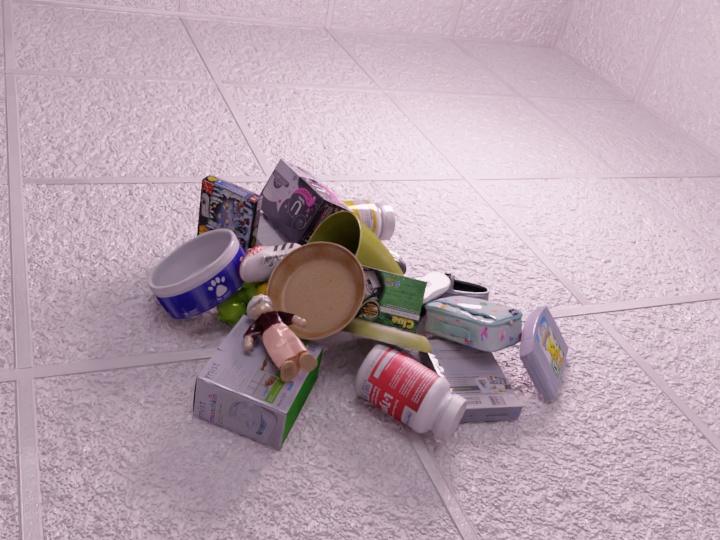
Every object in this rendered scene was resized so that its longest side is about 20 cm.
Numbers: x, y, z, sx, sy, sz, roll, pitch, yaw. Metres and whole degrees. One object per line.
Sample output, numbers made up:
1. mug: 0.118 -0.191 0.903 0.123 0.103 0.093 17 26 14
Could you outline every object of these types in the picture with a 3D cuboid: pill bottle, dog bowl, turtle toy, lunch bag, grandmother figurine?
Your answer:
1. pill bottle: 0.095 0.230 1.359 0.198 0.114 0.112 29 36 21
2. dog bowl: -0.324 0.005 1.470 0.196 0.080 0.201 -21 28 12
3. turtle toy: -0.203 0.056 1.503 0.196 0.103 0.145 -6 24 -31
4. pill bottle: -0.019 -0.117 1.816 0.196 0.116 0.115 -5 38 -28
5. lunch bag: 0.241 0.110 1.553 0.197 0.079 0.159 13 12 42
6. grandmother figurine: -0.157 0.114 1.313 0.119 0.062 0.201 -14 40 -23

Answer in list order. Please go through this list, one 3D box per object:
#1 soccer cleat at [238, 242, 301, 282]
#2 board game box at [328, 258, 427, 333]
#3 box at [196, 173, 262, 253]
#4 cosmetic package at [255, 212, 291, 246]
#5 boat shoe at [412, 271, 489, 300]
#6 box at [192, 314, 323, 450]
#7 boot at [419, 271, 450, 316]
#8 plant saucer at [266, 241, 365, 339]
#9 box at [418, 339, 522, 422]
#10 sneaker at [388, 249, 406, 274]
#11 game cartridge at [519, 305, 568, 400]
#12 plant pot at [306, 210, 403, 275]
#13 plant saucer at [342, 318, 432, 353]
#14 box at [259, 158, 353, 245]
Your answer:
1. soccer cleat: -0.165 -0.018 1.463 0.084 0.070 0.199 6 13 30
2. board game box: 0.028 0.050 1.448 0.196 0.107 0.023 14 -1 2
3. box: -0.293 -0.094 1.600 0.135 0.203 0.040 23 33 15
4. cosmetic package: -0.211 -0.052 1.678 0.100 0.072 0.200 -3 36 -39
5. boat shoe: 0.209 0.038 1.715 0.196 0.073 0.071 16 33 1
6. box: -0.182 0.195 1.319 0.173 0.098 0.201 18 34 7
7. boot: 0.119 0.071 1.608 0.197 0.092 0.073 -14 47 -42
8. plant saucer: -0.083 0.043 1.401 0.195 0.036 0.204 -5 64 10
9. box: 0.221 0.221 1.485 0.152 0.042 0.202 1 37 -19
10. sneaker: 0.010 -0.005 1.717 0.195 0.079 0.087 11 42 10
11. game cartridge: 0.395 0.166 1.563 0.135 0.040 0.200 56 34 -12
12. plant pot: 0.000 0.000 1.595 0.198 0.188 0.188 30 20 -38
13. plant saucer: 0.054 0.129 1.461 0.196 0.032 0.200 14 -3 1
14. box: -0.134 -0.149 1.698 0.114 0.133 0.200 17 21 -50
